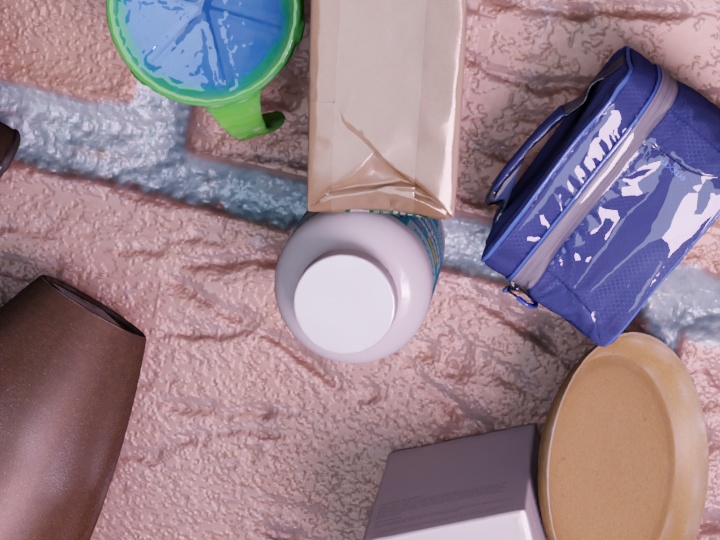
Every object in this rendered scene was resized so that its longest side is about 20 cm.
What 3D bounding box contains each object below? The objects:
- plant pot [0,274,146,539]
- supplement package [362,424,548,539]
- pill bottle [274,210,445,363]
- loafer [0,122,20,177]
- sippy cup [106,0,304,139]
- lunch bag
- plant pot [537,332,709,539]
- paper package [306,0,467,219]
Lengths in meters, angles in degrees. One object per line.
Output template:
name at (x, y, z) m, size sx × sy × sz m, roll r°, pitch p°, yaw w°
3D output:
plant pot at (-0.251, 0.111, 1.574) m, size 0.186 × 0.187 × 0.200 m, roll 31°, pitch 91°, yaw -2°
supplement package at (0.080, 0.206, 1.533) m, size 0.121 × 0.200 × 0.120 m, roll -13°, pitch 102°, yaw 10°
pill bottle at (0.000, 0.000, 1.492) m, size 0.110 × 0.200 × 0.111 m, roll 1°, pitch 104°, yaw 6°
loafer at (-0.351, -0.078, 1.570) m, size 0.199 × 0.073 × 0.072 m, roll -16°, pitch 124°, yaw 10°
sippy cup at (-0.098, -0.193, 1.485) m, size 0.139 × 0.130 × 0.179 m, roll 20°, pitch 105°, yaw 3°
lunch bag at (0.169, -0.053, 1.494) m, size 0.132 × 0.136 × 0.200 m, roll 37°, pitch 106°, yaw -3°
plant pot at (0.187, 0.145, 1.530) m, size 0.027 × 0.200 × 0.201 m, roll 1°, pitch 107°, yaw 42°
paper package at (0.020, -0.146, 1.453) m, size 0.103 × 0.200 × 0.192 m, roll 2°, pitch 105°, yaw 1°
